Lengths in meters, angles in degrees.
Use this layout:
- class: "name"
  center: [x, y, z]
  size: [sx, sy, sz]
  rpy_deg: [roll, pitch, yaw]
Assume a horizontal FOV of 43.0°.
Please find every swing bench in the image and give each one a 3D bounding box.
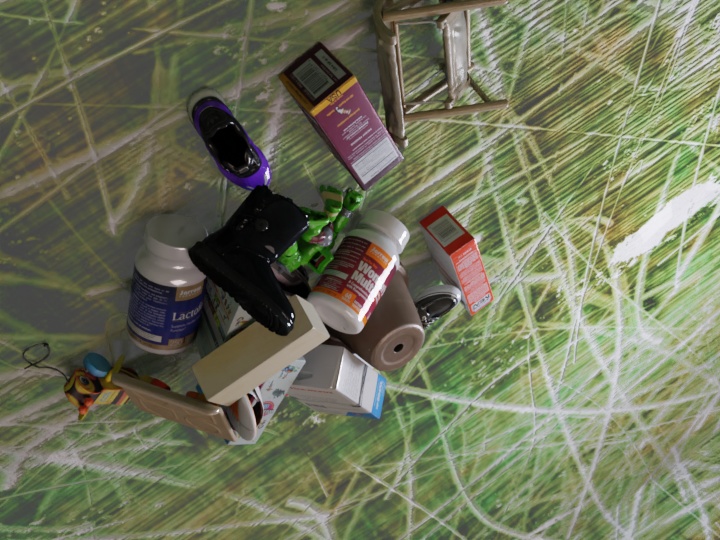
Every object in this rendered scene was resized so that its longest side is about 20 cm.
- class: "swing bench"
  center: [0.111, -0.328, 1.391]
  size: [0.198, 0.130, 0.200]
  rpy_deg: [-21, 138, -11]

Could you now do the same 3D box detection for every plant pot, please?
- class: "plant pot"
  center: [0.031, 0.086, 1.681]
  size: [0.199, 0.175, 0.201]
  rpy_deg: [-21, 137, -21]

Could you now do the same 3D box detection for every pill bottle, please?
- class: "pill bottle"
  center: [-0.297, 0.021, 1.418]
  size: [0.115, 0.116, 0.201]
  rpy_deg: [-7, 129, -31]
- class: "pill bottle"
  center: [0.000, 0.000, 1.574]
  size: [0.201, 0.109, 0.110]
  rpy_deg: [-59, 146, -22]

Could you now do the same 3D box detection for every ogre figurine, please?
- class: "ogre figurine"
  center: [-0.079, -0.061, 1.513]
  size: [0.121, 0.097, 0.200]
  rpy_deg: [-65, 177, 36]

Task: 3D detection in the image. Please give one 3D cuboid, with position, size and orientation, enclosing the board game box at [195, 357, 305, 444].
- class: "board game box"
  center: [-0.198, 0.183, 1.610]
  size: [0.064, 0.148, 0.201]
  rpy_deg: [6, 123, -43]

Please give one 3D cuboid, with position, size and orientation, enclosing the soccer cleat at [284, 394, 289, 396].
- class: "soccer cleat"
  center: [-0.203, 0.237, 1.745]
  size: [0.199, 0.067, 0.077]
  rpy_deg: [-34, 118, -2]

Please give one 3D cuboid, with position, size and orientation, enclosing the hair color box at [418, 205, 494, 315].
- class: "hair color box"
  center: [0.186, -0.017, 1.747]
  size: [0.064, 0.111, 0.201]
  rpy_deg: [-33, 141, -7]

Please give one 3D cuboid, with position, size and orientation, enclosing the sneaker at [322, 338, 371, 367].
- class: "sneaker"
  center: [-0.038, 0.173, 1.789]
  size: [0.199, 0.073, 0.085]
  rpy_deg: [13, 121, -42]

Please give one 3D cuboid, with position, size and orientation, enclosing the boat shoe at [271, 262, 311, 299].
- class: "boat shoe"
  center: [-0.149, -0.006, 1.549]
  size: [0.067, 0.057, 0.200]
  rpy_deg: [-45, 140, 11]

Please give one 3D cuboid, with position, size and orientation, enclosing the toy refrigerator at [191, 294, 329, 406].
- class: "toy refrigerator"
  center: [-0.154, 0.122, 1.404]
  size: [0.199, 0.070, 0.076]
  rpy_deg: [-34, 158, 8]

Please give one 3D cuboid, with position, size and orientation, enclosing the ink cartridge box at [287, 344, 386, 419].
- class: "ink cartridge box"
  center: [-0.058, 0.204, 1.692]
  size: [0.200, 0.145, 0.085]
  rpy_deg: [46, 53, -56]

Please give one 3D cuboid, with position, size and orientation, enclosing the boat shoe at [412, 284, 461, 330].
- class: "boat shoe"
  center: [0.116, 0.089, 1.769]
  size: [0.068, 0.057, 0.199]
  rpy_deg: [32, 137, -30]

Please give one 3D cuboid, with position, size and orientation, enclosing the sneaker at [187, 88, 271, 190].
- class: "sneaker"
  center: [-0.183, -0.166, 1.340]
  size: [0.069, 0.100, 0.200]
  rpy_deg: [-35, 140, 0]

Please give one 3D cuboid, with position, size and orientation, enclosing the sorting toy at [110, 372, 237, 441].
- class: "sorting toy"
  center: [-0.295, 0.218, 1.487]
  size: [0.200, 0.183, 0.037]
  rpy_deg: [83, 25, -68]

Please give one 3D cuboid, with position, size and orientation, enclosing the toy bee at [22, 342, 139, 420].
- class: "toy bee"
  center: [-0.442, 0.195, 1.484]
  size: [0.198, 0.109, 0.132]
  rpy_deg: [-1, 130, -36]

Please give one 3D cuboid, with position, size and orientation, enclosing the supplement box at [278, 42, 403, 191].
- class: "supplement box"
  center: [-0.026, -0.231, 1.389]
  size: [0.085, 0.111, 0.200]
  rpy_deg: [-38, 141, 0]

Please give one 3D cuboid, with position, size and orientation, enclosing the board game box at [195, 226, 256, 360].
- class: "board game box"
  center: [-0.214, 0.051, 1.456]
  size: [0.064, 0.148, 0.201]
  rpy_deg: [-7, 144, -31]

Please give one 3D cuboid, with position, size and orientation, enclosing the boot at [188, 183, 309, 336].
- class: "boot"
  center: [-0.129, -0.023, 1.339]
  size: [0.168, 0.200, 0.077]
  rpy_deg: [-44, 162, -24]

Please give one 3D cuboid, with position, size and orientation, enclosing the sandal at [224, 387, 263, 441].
- class: "sandal"
  center: [-0.198, 0.198, 1.515]
  size: [0.059, 0.207, 0.080]
  rpy_deg: [-8, 120, -26]
